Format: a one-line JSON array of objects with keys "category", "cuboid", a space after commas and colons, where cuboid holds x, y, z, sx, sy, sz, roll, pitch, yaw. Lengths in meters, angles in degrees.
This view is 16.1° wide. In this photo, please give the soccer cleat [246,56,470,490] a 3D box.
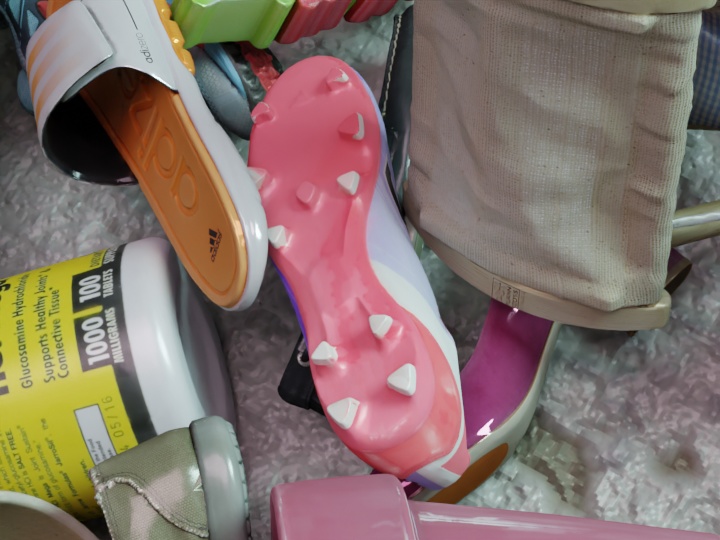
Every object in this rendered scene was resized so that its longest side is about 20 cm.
[{"category": "soccer cleat", "cuboid": [0.000, 0.000, 1.067, 0.066, 0.077, 0.201, -25, 54, 12]}]

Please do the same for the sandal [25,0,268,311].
[{"category": "sandal", "cuboid": [-0.104, -0.065, 1.089, 0.059, 0.080, 0.207, -7, 46, -31]}]

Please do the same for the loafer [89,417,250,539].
[{"category": "loafer", "cuboid": [-0.076, 0.162, 1.047, 0.069, 0.075, 0.202, -5, 91, -4]}]

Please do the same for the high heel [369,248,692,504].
[{"category": "high heel", "cuboid": [0.047, 0.028, 1.105, 0.200, 0.067, 0.096, -44, 75, -10]}]

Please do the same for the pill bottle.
[{"category": "pill bottle", "cuboid": [-0.163, 0.064, 1.123, 0.198, 0.113, 0.113, -16, 66, 7]}]

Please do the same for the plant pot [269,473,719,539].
[{"category": "plant pot", "cuboid": [0.060, 0.175, 0.995, 0.177, 0.200, 0.202, -5, 67, -5]}]

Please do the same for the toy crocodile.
[{"category": "toy crocodile", "cuboid": [-0.004, -0.139, 1.153, 0.199, 0.068, 0.062, -24, 73, -38]}]

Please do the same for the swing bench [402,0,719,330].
[{"category": "swing bench", "cuboid": [0.125, -0.094, 1.023, 0.199, 0.200, 0.130, -30, 57, -21]}]

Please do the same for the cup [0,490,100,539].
[{"category": "cup", "cuboid": [-0.187, 0.204, 1.050, 0.142, 0.200, 0.202, -17, 64, 31]}]

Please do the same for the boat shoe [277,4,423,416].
[{"category": "boat shoe", "cuboid": [-0.001, -0.028, 1.141, 0.066, 0.075, 0.201, 6, 80, 4]}]

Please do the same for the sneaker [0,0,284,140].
[{"category": "sneaker", "cuboid": [-0.117, -0.104, 1.210, 0.200, 0.079, 0.096, 37, 95, 30]}]
